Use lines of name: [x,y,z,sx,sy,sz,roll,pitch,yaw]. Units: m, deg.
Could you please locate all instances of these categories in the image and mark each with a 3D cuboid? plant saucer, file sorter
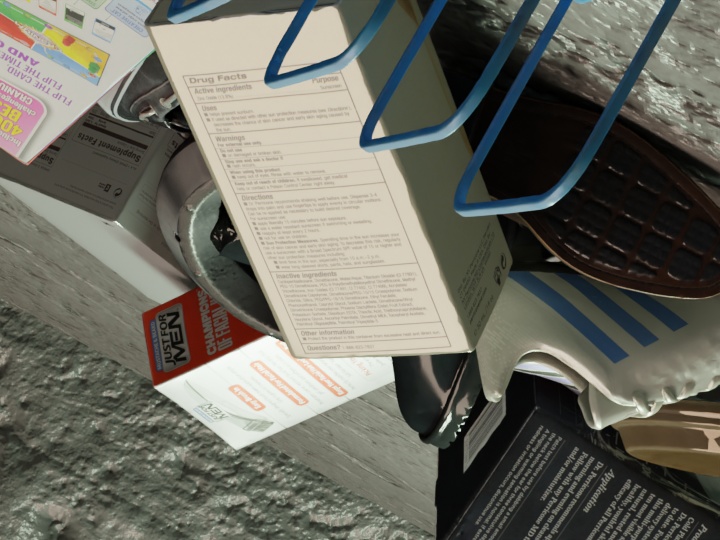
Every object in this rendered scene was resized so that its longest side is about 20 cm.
plant saucer: [0.239,0.104,1.521,0.199,0.030,0.200,9,172,1]
file sorter: [0.008,-0.123,0.985,0.199,0.123,0.139,33,169,-15]

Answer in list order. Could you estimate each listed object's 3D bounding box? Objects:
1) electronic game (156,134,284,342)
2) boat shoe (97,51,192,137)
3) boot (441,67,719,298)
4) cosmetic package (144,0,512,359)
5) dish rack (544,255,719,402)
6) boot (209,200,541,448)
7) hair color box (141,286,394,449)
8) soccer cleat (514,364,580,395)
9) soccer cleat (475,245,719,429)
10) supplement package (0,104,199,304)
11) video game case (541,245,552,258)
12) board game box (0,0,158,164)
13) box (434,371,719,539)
electronic game: [-0.023,-0.017,1.520,0.199,0.042,0.201,13,143,10]
boat shoe: [-0.102,-0.108,1.503,0.068,0.072,0.200,52,163,2]
boot: [0.101,-0.048,1.305,0.199,0.075,0.097,28,-171,8]
cosmetic package: [-0.011,-0.057,1.220,0.105,0.071,0.201,-2,129,26]
dish rack: [0.168,0.041,1.467,0.171,0.044,0.200,20,171,-8]
boot: [0.000,0.000,1.432,0.167,0.077,0.201,17,136,-2]
hair color box: [-0.028,0.035,1.701,0.111,0.199,0.064,43,-152,-51]
soccer cleat: [0.143,0.052,1.601,0.199,0.067,0.076,29,177,-38]
soccer cleat: [0.154,0.042,1.333,0.198,0.087,0.070,5,166,4]
supplement package: [-0.127,-0.051,1.773,0.155,0.111,0.200,21,166,43]
video game case: [0.045,-0.056,1.500,0.200,0.023,0.181,37,168,-35]
board game box: [-0.184,-0.151,1.380,0.153,0.040,0.200,35,141,-19]
box: [0.160,0.151,1.710,0.196,0.124,0.200,33,-165,-8]
